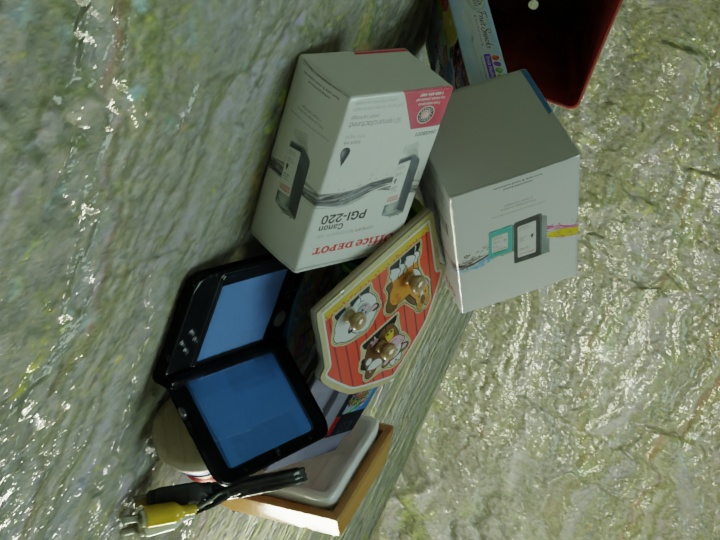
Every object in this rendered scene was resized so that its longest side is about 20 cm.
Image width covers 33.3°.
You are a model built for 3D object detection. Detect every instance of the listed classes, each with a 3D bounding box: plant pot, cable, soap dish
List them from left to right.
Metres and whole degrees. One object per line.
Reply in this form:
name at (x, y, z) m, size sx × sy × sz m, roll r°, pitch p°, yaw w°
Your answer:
cable at (-0.155, 0.247, 1.276) m, size 0.097 × 0.200 × 0.050 m, roll 116°, pitch -33°, yaw -73°
soap dish at (-0.075, 0.242, 1.491) m, size 0.157 × 0.200 × 0.081 m, roll -54°, pitch 141°, yaw -41°
plant pot at (0.236, -0.365, 1.608) m, size 0.176 × 0.200 × 0.200 m, roll -68°, pitch 177°, yaw -57°

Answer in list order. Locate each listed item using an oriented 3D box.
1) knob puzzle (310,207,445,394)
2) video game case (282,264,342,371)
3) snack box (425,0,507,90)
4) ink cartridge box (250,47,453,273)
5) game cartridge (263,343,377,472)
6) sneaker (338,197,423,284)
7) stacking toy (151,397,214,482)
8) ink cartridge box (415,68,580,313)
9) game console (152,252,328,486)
knob puzzle at (0.030, 0.058, 1.285) m, size 0.220 × 0.030 × 0.220 m, roll -35°, pitch 143°, yaw -33°
video game case at (-0.060, 0.070, 1.382) m, size 0.143 × 0.018 × 0.200 m, roll -30°, pitch 136°, yaw -63°
snack box at (0.124, -0.242, 1.424) m, size 0.142 × 0.053 × 0.200 m, roll 95°, pitch -13°, yaw -57°
ink cartridge box at (-0.011, -0.108, 1.186) m, size 0.145 × 0.085 × 0.200 m, roll -13°, pitch 135°, yaw -41°
game cartridge at (-0.031, 0.138, 1.357) m, size 0.130 × 0.038 × 0.200 m, roll -5°, pitch 132°, yaw -47°
sneaker at (0.000, 0.000, 1.348) m, size 0.083 × 0.074 × 0.200 m, roll 1°, pitch 120°, yaw -47°
stacking toy at (-0.168, 0.191, 1.281) m, size 0.085 × 0.085 × 0.200 m, roll -60°, pitch 172°, yaw -19°
ink cartridge box at (0.145, -0.084, 1.321) m, size 0.146 × 0.147 × 0.200 m, roll -19°, pitch 142°, yaw -6°
game console at (-0.095, 0.087, 1.190) m, size 0.200 × 0.116 × 0.176 m, roll -17°, pitch 133°, yaw -59°
